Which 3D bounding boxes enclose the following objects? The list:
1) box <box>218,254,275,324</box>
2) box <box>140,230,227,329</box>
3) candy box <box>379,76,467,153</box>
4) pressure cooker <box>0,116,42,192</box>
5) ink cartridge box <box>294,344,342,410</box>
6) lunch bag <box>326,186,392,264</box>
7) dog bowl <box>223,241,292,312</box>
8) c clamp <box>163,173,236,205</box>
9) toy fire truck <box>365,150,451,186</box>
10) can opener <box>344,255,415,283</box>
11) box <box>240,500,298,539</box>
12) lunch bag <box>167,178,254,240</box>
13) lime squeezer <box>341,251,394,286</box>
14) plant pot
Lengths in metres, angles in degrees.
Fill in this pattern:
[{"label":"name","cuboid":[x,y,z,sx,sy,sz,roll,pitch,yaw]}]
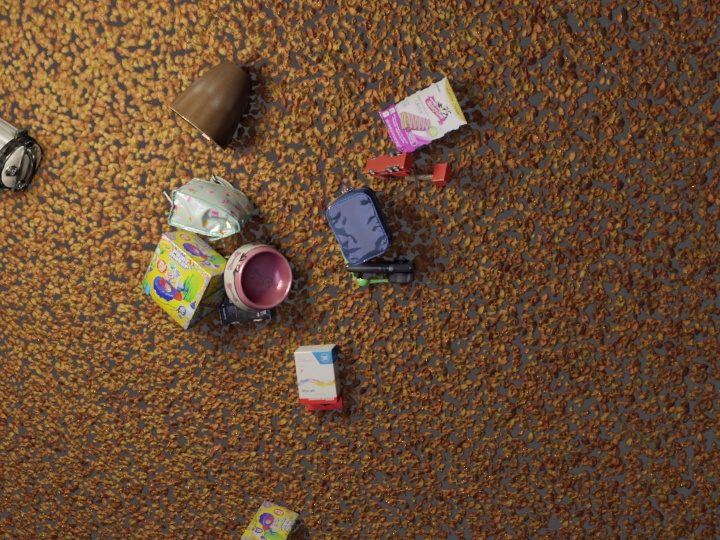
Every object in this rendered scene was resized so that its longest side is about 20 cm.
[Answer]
[{"label":"box","cuboid":[-0.345,0.051,1.786,0.158,0.049,0.202,-8,97,10]},{"label":"box","cuboid":[-0.490,0.022,1.737,0.199,0.122,0.194,38,113,16]},{"label":"candy box","cuboid":[0.167,-0.402,1.611,0.199,0.061,0.137,-25,94,13]},{"label":"pressure cooker","cuboid":[-1.039,-0.336,1.778,0.199,0.176,0.179,32,70,1]},{"label":"ink cartridge box","cuboid":[-0.121,0.324,1.782,0.115,0.067,0.202,-5,99,11]},{"label":"lunch bag","cuboid":[-0.003,-0.131,1.651,0.135,0.132,0.202,-20,101,12]},{"label":"dog bowl","cuboid":[-0.276,0.021,1.695,0.073,0.199,0.203,7,105,54]},{"label":"c clamp","cuboid":[-0.457,-0.207,1.774,0.199,0.027,0.172,-31,94,13]},{"label":"toy fire truck","cuboid":[0.126,-0.266,1.621,0.199,0.140,0.049,1,75,47]},{"label":"can opener","cuboid":[0.055,-0.006,1.682,0.198,0.063,0.080,4,90,-4]},{"label":"box","cuboid":[-0.289,0.844,1.824,0.121,0.200,0.195,19,102,7]},{"label":"lunch bag","cuboid":[-0.403,-0.165,1.681,0.198,0.171,0.123,17,112,-1]},{"label":"lime squeezer","cuboid":[0.000,0.000,1.721,0.199,0.038,0.071,36,103,4]},{"label":"plant pot","cuboid":[-0.387,-0.464,1.656,0.186,0.187,0.201,36,89,2]}]
